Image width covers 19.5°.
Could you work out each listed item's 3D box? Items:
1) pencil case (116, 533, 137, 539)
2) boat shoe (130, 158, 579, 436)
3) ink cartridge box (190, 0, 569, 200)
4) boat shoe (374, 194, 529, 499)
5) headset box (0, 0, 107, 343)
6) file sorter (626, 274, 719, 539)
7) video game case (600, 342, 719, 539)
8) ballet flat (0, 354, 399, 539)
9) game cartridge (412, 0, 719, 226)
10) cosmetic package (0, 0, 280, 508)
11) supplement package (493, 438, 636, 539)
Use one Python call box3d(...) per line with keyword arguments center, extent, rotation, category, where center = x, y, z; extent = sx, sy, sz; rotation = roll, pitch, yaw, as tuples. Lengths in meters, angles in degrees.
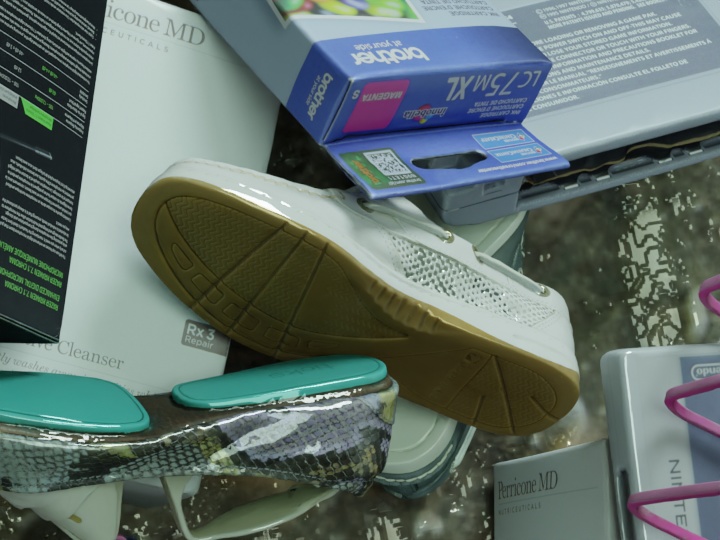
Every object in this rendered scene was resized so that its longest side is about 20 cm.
box3d(center=(-0.178, 0.147, 0.819), extent=(0.199, 0.083, 0.087), rotation=(-2, 81, -19), category="pencil case")
box3d(center=(0.000, 0.000, 0.852), extent=(0.200, 0.071, 0.069), rotation=(27, 44, -21), category="boat shoe")
box3d(center=(-0.005, -0.111, 0.882), extent=(0.119, 0.042, 0.200), rotation=(-9, 49, -42), category="ink cartridge box")
box3d(center=(0.037, 0.009, 0.942), extent=(0.073, 0.062, 0.200), rotation=(6, 61, 18), category="boat shoe")
box3d(center=(-0.198, -0.065, 0.802), extent=(0.174, 0.093, 0.201), rotation=(2, 76, 23), category="headset box")
box3d(center=(0.170, 0.105, 0.771), extent=(0.125, 0.139, 0.200), rotation=(24, 73, -12), category="file sorter")
box3d(center=(0.200, 0.118, 0.864), extent=(0.199, 0.023, 0.183), rotation=(-2, 81, -22), category="video game case")
box3d(center=(-0.080, 0.072, 0.794), extent=(0.200, 0.072, 0.072), rotation=(-1, 80, -21), category="ballet flat")
box3d(center=(0.095, -0.095, 0.954), extent=(0.200, 0.041, 0.133), rotation=(-15, 56, -22), category="game cartridge")
box3d(center=(-0.108, -0.011, 0.874), extent=(0.113, 0.081, 0.201), rotation=(14, 76, -19), category="cosmetic package")
box3d(center=(0.131, 0.179, 0.902), extent=(0.117, 0.117, 0.201), rotation=(4, 78, -20), category="supplement package")
